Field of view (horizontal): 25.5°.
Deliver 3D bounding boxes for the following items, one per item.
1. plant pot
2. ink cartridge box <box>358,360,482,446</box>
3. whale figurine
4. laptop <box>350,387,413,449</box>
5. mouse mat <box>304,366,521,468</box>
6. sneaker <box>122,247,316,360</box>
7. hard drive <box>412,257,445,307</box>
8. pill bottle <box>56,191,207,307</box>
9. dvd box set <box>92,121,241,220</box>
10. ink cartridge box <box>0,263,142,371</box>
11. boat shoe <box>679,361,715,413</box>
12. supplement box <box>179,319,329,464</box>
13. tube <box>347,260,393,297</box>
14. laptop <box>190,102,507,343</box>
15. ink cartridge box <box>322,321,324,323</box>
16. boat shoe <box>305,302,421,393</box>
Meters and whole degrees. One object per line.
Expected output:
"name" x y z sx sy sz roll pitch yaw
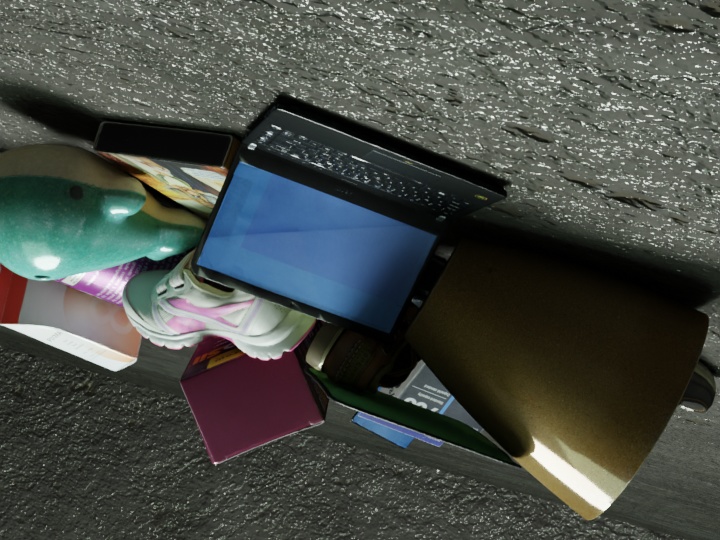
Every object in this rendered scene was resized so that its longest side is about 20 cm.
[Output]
"plant pot" 0.142 0.064 1.260 0.199 0.187 0.186 31 170 2
"ink cartridge box" 0.091 0.092 1.436 0.099 0.201 0.039 21 -147 -25
"whale figurine" -0.230 -0.034 1.352 0.199 0.105 0.158 19 158 -37
"laptop" 0.117 0.113 1.547 0.198 0.117 0.187 4 167 19
"mouse mat" 0.038 0.117 1.289 0.160 0.008 0.200 21 -178 -9
"sneaker" -0.133 0.014 1.393 0.198 0.081 0.089 4 129 34
"hard drive" 0.000 0.000 1.479 0.139 0.033 0.199 24 167 -32
"pill bottle" -0.212 -0.019 1.510 0.199 0.113 0.112 23 168 -24
"dvd box set" -0.106 -0.067 1.324 0.145 0.030 0.200 10 166 35
"ink cartridge box" -0.294 -0.013 1.544 0.199 0.164 0.050 27 145 -31
"boat shoe" 0.256 0.103 1.473 0.199 0.074 0.074 27 166 -39
"supplement box" -0.091 0.093 1.481 0.109 0.086 0.200 -21 -169 7
"tube" -0.028 0.004 1.351 0.051 0.059 0.200 -15 180 -26
"laptop" -0.015 -0.029 1.172 0.176 0.104 0.200 19 169 -13
"ink cartridge box" -0.119 0.031 1.635 0.198 0.042 0.120 16 -148 1
"boat shoe" 0.019 0.069 1.358 0.068 0.072 0.200 33 -161 14
